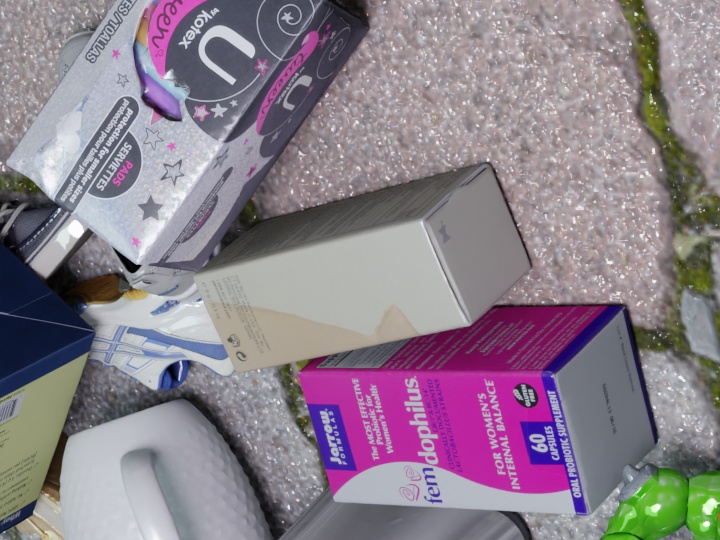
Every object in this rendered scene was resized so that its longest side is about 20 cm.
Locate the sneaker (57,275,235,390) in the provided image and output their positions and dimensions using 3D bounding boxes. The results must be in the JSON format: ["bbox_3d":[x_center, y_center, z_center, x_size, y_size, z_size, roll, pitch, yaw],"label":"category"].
[{"bbox_3d":[-0.168,0.051,1.706,0.199,0.075,0.089,-9,109,38],"label":"sneaker"}]

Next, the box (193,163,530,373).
[{"bbox_3d":[0.000,0.000,1.552,0.199,0.095,0.078,-12,108,39],"label":"box"}]

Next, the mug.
[{"bbox_3d":[-0.140,0.187,1.688,0.147,0.200,0.176,-19,87,-5],"label":"mug"}]

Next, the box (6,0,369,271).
[{"bbox_3d":[-0.104,-0.111,1.486,0.115,0.132,0.200,36,96,11],"label":"box"}]

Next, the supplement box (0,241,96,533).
[{"bbox_3d":[-0.319,0.105,1.664,0.134,0.200,0.200,41,132,20],"label":"supplement box"}]

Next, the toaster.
[{"bbox_3d":[0.014,0.218,1.635,0.199,0.129,0.114,12,119,30],"label":"toaster"}]

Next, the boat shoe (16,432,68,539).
[{"bbox_3d":[-0.240,0.175,1.823,0.200,0.074,0.069,41,124,9],"label":"boat shoe"}]

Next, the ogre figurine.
[{"bbox_3d":[0.227,0.180,1.485,0.199,0.098,0.121,9,109,22],"label":"ogre figurine"}]

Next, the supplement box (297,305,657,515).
[{"bbox_3d":[0.074,0.088,1.543,0.199,0.103,0.102,-1,114,37],"label":"supplement box"}]

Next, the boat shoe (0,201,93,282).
[{"bbox_3d":[-0.262,-0.024,1.730,0.093,0.075,0.200,46,132,-4],"label":"boat shoe"}]

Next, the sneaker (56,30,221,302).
[{"bbox_3d":[-0.156,-0.075,1.603,0.075,0.082,0.201,-32,76,25],"label":"sneaker"}]
